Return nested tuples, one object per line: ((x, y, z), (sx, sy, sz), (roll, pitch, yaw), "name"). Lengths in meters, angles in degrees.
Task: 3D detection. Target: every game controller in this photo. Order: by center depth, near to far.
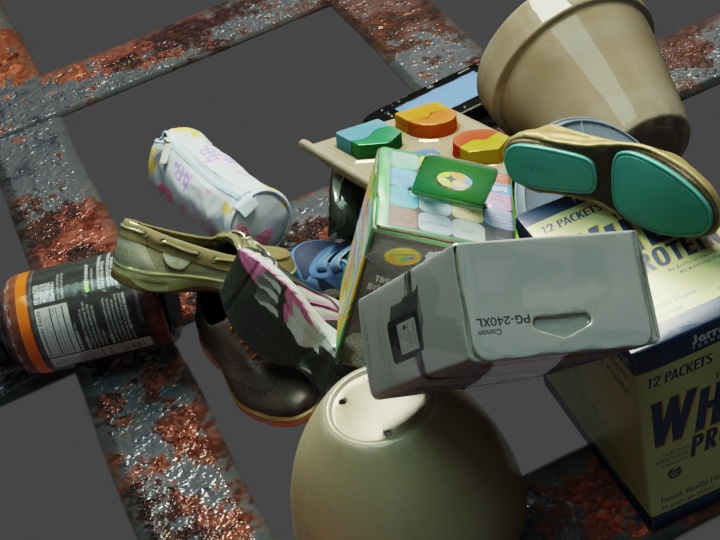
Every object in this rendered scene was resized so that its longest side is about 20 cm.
((0.101, -0.193, 1.586), (0.199, 0.042, 0.104), (-26, 40, -14), "game controller")

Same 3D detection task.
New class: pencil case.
((-0.157, -0.087, 1.508), (0.083, 0.091, 0.200), (-32, 42, -20), "pencil case")

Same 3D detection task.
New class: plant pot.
((0.028, 0.154, 1.123), (0.199, 0.135, 0.201), (-10, 38, 8), "plant pot")
((0.246, -0.175, 1.420), (0.199, 0.200, 0.174), (-24, 55, -10), "plant pot")

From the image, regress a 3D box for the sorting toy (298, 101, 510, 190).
((0.065, -0.120, 1.356), (0.199, 0.037, 0.185), (-15, 30, -29), "sorting toy")

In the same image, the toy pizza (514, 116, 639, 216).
((0.221, -0.046, 1.287), (0.200, 0.200, 0.032), (-47, 9, -33), "toy pizza")

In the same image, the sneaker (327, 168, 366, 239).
((0.024, -0.078, 1.410), (0.084, 0.075, 0.200), (8, 19, 16), "sneaker")

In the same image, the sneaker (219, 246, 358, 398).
((-0.041, 0.054, 1.269), (0.080, 0.200, 0.086), (-45, -1, 29), "sneaker")

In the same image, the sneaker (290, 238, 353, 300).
((0.000, 0.000, 1.358), (0.199, 0.083, 0.074), (22, 53, 40), "sneaker")

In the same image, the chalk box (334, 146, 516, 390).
((0.059, -0.020, 1.174), (0.124, 0.201, 0.124), (13, 37, -6), "chalk box")

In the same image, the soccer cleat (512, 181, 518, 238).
((0.168, -0.029, 1.322), (0.067, 0.081, 0.200), (-38, 13, 36), "soccer cleat")

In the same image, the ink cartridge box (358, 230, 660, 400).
((0.100, 0.035, 0.998), (0.144, 0.200, 0.084), (-5, 79, -20), "ink cartridge box")

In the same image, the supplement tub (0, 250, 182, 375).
((-0.286, 0.043, 1.382), (0.199, 0.107, 0.107), (-13, 39, 3), "supplement tub")

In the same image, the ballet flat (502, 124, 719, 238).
((0.205, -0.080, 1.081), (0.199, 0.069, 0.063), (23, 38, 36), "ballet flat")

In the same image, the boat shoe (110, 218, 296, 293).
((-0.145, -0.017, 1.329), (0.200, 0.063, 0.073), (1, 17, -35), "boat shoe")

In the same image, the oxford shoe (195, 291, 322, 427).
((-0.105, 0.078, 1.305), (0.071, 0.073, 0.200), (-33, 42, -20), "oxford shoe")

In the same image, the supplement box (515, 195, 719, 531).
((0.238, 0.056, 1.116), (0.134, 0.200, 0.200), (-23, 39, -9), "supplement box")
